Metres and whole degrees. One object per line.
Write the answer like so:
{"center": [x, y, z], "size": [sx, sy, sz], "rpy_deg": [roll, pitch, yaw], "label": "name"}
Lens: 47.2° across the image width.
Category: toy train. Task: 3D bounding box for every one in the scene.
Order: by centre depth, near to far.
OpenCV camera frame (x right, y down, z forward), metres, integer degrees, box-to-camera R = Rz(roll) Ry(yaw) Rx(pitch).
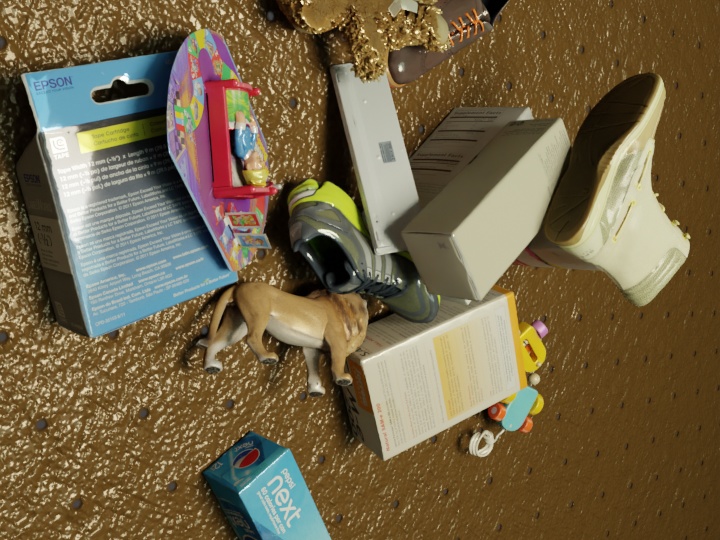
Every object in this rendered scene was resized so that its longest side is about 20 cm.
{"center": [0.167, 0.129, 1.051], "size": [0.150, 0.056, 0.200], "rpy_deg": [-17, 116, -25], "label": "toy train"}

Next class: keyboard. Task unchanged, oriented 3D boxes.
{"center": [0.018, -0.115, 0.811], "size": [0.056, 0.011, 0.200], "rpy_deg": [-9, 78, -19], "label": "keyboard"}

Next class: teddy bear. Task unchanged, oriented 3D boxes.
{"center": [0.004, -0.255, 0.794], "size": [0.200, 0.067, 0.145], "rpy_deg": [-29, 102, -34], "label": "teddy bear"}

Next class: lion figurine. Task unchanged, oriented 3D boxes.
{"center": [-0.069, 0.049, 0.792], "size": [0.200, 0.072, 0.123], "rpy_deg": [24, 48, -37], "label": "lion figurine"}

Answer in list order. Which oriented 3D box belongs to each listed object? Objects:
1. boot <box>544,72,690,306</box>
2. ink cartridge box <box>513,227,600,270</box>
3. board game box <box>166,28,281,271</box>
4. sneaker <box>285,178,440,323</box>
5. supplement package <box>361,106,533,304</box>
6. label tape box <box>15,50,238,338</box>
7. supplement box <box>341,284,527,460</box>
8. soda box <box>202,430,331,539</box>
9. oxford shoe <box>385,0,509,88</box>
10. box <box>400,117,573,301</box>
{"center": [0.281, -0.080, 0.833], "size": [0.155, 0.072, 0.200], "rpy_deg": [33, 78, -30], "label": "boot"}
{"center": [0.240, -0.065, 0.966], "size": [0.067, 0.200, 0.117], "rpy_deg": [25, 81, -28], "label": "ink cartridge box"}
{"center": [-0.096, -0.102, 0.689], "size": [0.200, 0.039, 0.158], "rpy_deg": [72, 21, -46], "label": "board game box"}
{"center": [0.000, 0.000, 0.815], "size": [0.200, 0.074, 0.081], "rpy_deg": [37, 40, -23], "label": "sneaker"}
{"center": [0.112, -0.077, 0.911], "size": [0.200, 0.109, 0.114], "rpy_deg": [-49, 127, -25], "label": "supplement package"}
{"center": [-0.189, -0.066, 0.663], "size": [0.143, 0.066, 0.200], "rpy_deg": [-23, 111, -39], "label": "label tape box"}
{"center": [0.079, 0.104, 0.915], "size": [0.200, 0.074, 0.126], "rpy_deg": [-21, 114, -23], "label": "supplement box"}
{"center": [-0.080, 0.264, 0.834], "size": [0.068, 0.064, 0.200], "rpy_deg": [-38, 122, -32], "label": "soda box"}
{"center": [0.095, -0.266, 0.881], "size": [0.200, 0.072, 0.071], "rpy_deg": [-50, 129, -24], "label": "oxford shoe"}
{"center": [0.133, -0.064, 0.805], "size": [0.200, 0.068, 0.082], "rpy_deg": [-44, 122, -30], "label": "box"}
